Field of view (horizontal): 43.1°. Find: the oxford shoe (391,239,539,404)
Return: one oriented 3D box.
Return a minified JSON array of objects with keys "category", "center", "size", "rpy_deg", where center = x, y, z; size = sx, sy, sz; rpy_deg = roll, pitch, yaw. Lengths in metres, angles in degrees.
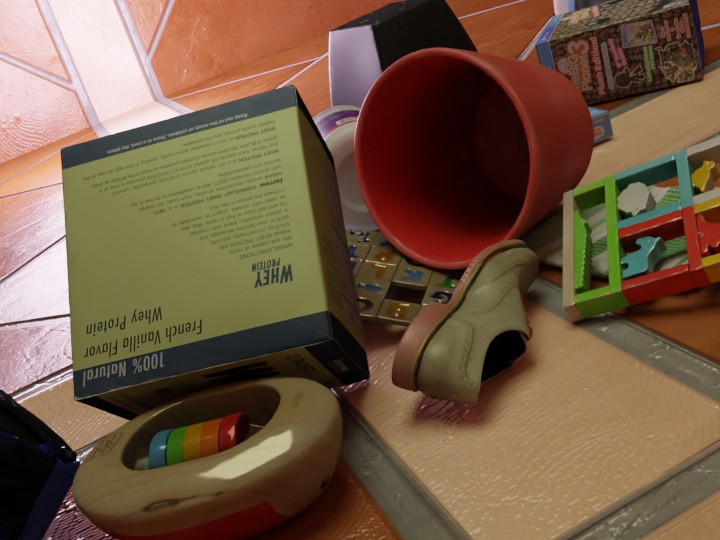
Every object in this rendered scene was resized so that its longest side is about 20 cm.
[{"category":"oxford shoe","center":[0.100,0.042,0.694],"size":[0.073,0.072,0.200],"rpy_deg":[22,40,24]}]

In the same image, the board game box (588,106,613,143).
[{"category":"board game box","center":[0.195,-0.168,1.129],"size":[0.149,0.037,0.200],"rpy_deg":[-24,21,-8]}]

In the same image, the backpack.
[{"category":"backpack","center":[-0.319,0.134,0.608],"size":[0.161,0.199,0.170],"rpy_deg":[2,60,49]}]

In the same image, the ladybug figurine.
[{"category":"ladybug figurine","center":[-0.100,0.134,0.612],"size":[0.197,0.073,0.136],"rpy_deg":[-14,22,16]}]

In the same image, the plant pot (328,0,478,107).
[{"category":"plant pot","center":[0.061,-0.310,1.400],"size":[0.198,0.180,0.199],"rpy_deg":[-30,22,-26]}]

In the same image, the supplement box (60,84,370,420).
[{"category":"supplement box","center":[-0.112,-0.003,0.718],"size":[0.197,0.203,0.134],"rpy_deg":[-14,-20,8]}]

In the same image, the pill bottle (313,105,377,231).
[{"category":"pill bottle","center":[-0.011,-0.119,1.010],"size":[0.111,0.114,0.200],"rpy_deg":[-21,19,-2]}]

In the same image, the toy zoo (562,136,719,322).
[{"category":"toy zoo","center":[0.248,-0.042,0.692],"size":[0.198,0.020,0.133],"rpy_deg":[-19,40,30]}]

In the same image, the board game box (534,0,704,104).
[{"category":"board game box","center":[0.352,-0.302,1.228],"size":[0.197,0.098,0.160],"rpy_deg":[-9,23,25]}]

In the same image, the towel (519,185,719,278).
[{"category":"towel","center":[0.245,-0.038,0.787],"size":[0.151,0.024,0.199],"rpy_deg":[-30,23,-22]}]

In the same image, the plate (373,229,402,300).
[{"category":"plate","center":[-0.038,0.000,0.941],"size":[0.196,0.033,0.200],"rpy_deg":[-11,22,24]}]

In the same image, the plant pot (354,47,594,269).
[{"category":"plant pot","center":[0.122,-0.116,0.870],"size":[0.198,0.204,0.176],"rpy_deg":[0,13,41]}]

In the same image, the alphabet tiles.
[{"category":"alphabet tiles","center":[0.000,0.000,0.841],"size":[0.196,0.008,0.168],"rpy_deg":[8,28,10]}]

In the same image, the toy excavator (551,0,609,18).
[{"category":"toy excavator","center":[0.470,-0.515,1.670],"size":[0.198,0.101,0.194],"rpy_deg":[19,43,39]}]
